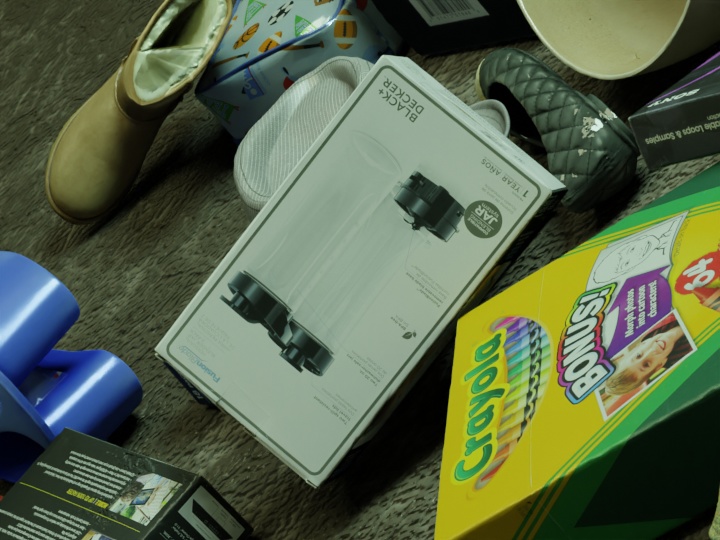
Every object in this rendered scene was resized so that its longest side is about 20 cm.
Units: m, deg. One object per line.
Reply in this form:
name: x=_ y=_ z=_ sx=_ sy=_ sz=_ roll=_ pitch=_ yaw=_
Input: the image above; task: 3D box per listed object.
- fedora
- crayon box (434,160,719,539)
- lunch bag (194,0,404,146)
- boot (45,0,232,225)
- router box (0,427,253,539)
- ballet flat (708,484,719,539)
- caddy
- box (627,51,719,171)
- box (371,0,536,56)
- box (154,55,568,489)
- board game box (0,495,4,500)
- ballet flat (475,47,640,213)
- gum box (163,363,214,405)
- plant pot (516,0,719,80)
fedora: x=-0.008 y=-0.058 z=1.546 sx=0.177 sy=0.090 sz=0.200 roll=-28 pitch=25 yaw=26
crayon box: x=0.123 y=0.050 z=1.293 sx=0.172 sy=0.058 sz=0.200 roll=-31 pitch=23 yaw=21
lunch bag: x=-0.033 y=-0.180 z=1.960 sx=0.160 sy=0.076 sz=0.200 roll=-26 pitch=27 yaw=36
boot: x=-0.161 y=-0.118 z=1.947 sx=0.175 sy=0.066 sz=0.200 roll=-61 pitch=7 yaw=-7
router box: x=-0.162 y=0.168 z=1.535 sx=0.149 sy=0.051 sz=0.200 roll=-48 pitch=23 yaw=-15
ballet flat: x=0.169 y=0.130 z=1.072 sx=0.071 sy=0.071 sz=0.200 roll=-38 pitch=22 yaw=4
caddy: x=-0.229 y=0.068 z=1.713 sx=0.105 sy=0.141 sz=0.200 roll=-46 pitch=22 yaw=-21
box: x=0.244 y=-0.116 z=1.377 sx=0.143 sy=0.036 sz=0.200 roll=-14 pitch=18 yaw=47
box: x=0.106 y=-0.250 z=1.830 sx=0.148 sy=0.104 sz=0.200 roll=-6 pitch=41 yaw=55
box: x=0.000 y=0.000 z=1.435 sx=0.200 sy=0.117 sz=0.060 roll=-53 pitch=-8 yaw=10
board game box: x=-0.283 y=0.173 z=1.757 sx=0.096 sy=0.030 sz=0.200 roll=-47 pitch=21 yaw=-17
ballet flat: x=0.101 y=-0.084 z=1.574 sx=0.057 sy=0.066 sz=0.200 roll=-44 pitch=22 yaw=-1
gum box: x=-0.005 y=0.008 z=1.597 sx=0.170 sy=0.045 sz=0.200 roll=-49 pitch=23 yaw=-22
plant pot: x=0.185 y=-0.215 z=1.570 sx=0.134 sy=0.200 sz=0.200 roll=-10 pitch=7 yaw=-29
